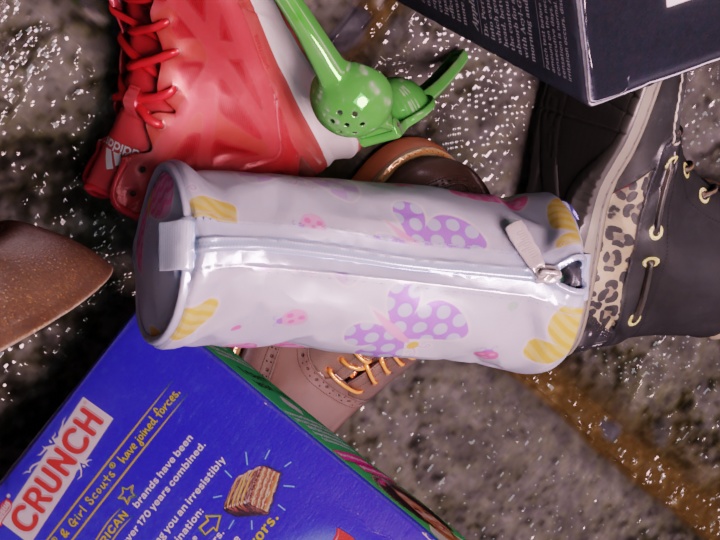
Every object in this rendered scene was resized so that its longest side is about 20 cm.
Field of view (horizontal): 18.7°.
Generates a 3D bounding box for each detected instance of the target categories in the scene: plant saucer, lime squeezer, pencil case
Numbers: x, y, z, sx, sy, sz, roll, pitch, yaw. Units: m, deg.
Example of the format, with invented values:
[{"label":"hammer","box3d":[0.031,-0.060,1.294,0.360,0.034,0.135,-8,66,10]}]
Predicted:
[{"label":"plant saucer","box3d":[-0.198,0.024,0.880,0.200,0.200,0.037,-26,100,-17]},{"label":"lime squeezer","box3d":[0.002,-0.087,0.973,0.038,0.071,0.200,-32,157,22]},{"label":"pencil case","box3d":[0.000,0.000,0.958,0.200,0.091,0.083,5,99,-20]}]

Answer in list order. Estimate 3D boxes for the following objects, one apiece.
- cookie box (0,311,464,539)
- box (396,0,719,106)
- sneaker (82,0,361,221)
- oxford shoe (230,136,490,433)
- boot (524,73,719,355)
[{"label":"cookie box","box3d":[-0.066,0.140,0.976,0.171,0.200,0.075,-52,156,0]},{"label":"box","box3d":[0.105,-0.167,0.953,0.148,0.200,0.107,-20,119,-19]},{"label":"sneaker","box3d":[-0.088,-0.089,0.956,0.116,0.078,0.200,-42,122,-9]},{"label":"oxford shoe","box3d":[-0.007,0.031,1.049,0.071,0.073,0.200,27,96,-34]},{"label":"boot","box3d":[0.164,-0.048,1.111,0.154,0.073,0.204,1,115,-31]}]
